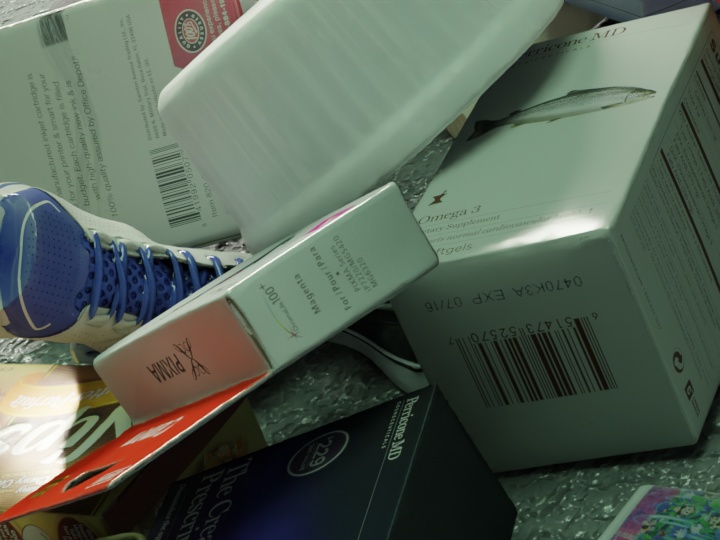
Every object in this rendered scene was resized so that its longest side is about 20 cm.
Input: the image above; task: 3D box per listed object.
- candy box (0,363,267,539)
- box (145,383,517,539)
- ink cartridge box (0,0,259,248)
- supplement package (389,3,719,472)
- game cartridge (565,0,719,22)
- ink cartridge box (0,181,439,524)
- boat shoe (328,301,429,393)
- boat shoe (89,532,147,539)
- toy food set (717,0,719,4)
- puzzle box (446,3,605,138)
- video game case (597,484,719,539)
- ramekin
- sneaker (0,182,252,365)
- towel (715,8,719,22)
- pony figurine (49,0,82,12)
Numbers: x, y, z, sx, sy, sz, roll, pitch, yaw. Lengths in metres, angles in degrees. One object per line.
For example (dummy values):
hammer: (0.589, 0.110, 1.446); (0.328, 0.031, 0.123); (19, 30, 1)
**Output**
candy box: (-0.157, 0.099, 1.245); (0.199, 0.056, 0.116); (0, 35, 37)
box: (-0.028, 0.149, 1.010); (0.141, 0.079, 0.200); (-20, 26, 24)
ink cartridge box: (-0.122, -0.079, 1.408); (0.199, 0.147, 0.083); (-14, 2, 27)
supplement package: (0.108, -0.017, 1.180); (0.116, 0.118, 0.200); (-12, 29, 29)
game cartridge: (0.191, -0.202, 1.466); (0.200, 0.042, 0.133); (-35, 45, -30)
ink cartridge box: (-0.077, 0.040, 1.100); (0.173, 0.044, 0.200); (-33, 3, -24)
boat shoe: (-0.002, 0.001, 1.287); (0.073, 0.068, 0.199); (-29, 27, -12)
boat shoe: (-0.168, 0.147, 1.144); (0.199, 0.076, 0.072); (-12, 29, 21)
toy food set: (0.216, -0.123, 1.231); (0.049, 0.200, 0.198); (-47, 9, 16)
puzzle box: (0.084, -0.183, 1.493); (0.200, 0.133, 0.025); (-39, 1, -30)
video game case: (0.133, 0.158, 0.955); (0.181, 0.024, 0.200); (3, 38, 42)
ramekin: (-0.006, -0.105, 1.249); (0.200, 0.098, 0.200); (-40, 7, 6)
sneaker: (-0.104, 0.008, 1.267); (0.115, 0.199, 0.081); (1, 77, 20)
towel: (0.197, -0.101, 1.379); (0.199, 0.024, 0.145); (-24, 29, 2)
pony figurine: (-0.079, -0.149, 1.555); (0.199, 0.167, 0.193); (21, 47, 25)
